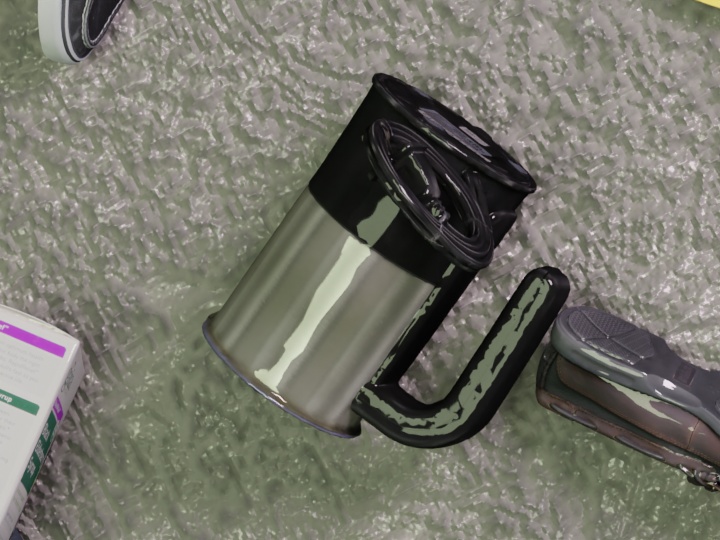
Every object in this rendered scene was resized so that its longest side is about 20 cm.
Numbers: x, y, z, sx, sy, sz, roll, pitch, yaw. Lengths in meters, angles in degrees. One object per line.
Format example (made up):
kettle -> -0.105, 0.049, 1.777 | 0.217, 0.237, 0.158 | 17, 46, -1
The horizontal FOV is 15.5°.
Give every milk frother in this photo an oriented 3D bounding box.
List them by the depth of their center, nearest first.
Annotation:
milk frother -> 0.000, 0.000, 1.518 | 0.180, 0.200, 0.188 | 42, 104, 34

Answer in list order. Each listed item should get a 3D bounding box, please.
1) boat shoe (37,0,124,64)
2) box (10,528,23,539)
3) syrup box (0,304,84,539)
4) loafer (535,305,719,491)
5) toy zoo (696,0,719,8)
boat shoe -> -0.140, -0.218, 1.638 | 0.068, 0.072, 0.200 | 20, 90, 18
box -> -0.326, 0.150, 1.713 | 0.158, 0.051, 0.200 | -36, 80, 15
syrup box -> -0.244, 0.124, 1.629 | 0.081, 0.079, 0.200 | 23, 75, 2
loafer -> 0.193, 0.092, 1.542 | 0.200, 0.072, 0.063 | 30, 120, 13
toy zoo -> 0.262, -0.218, 1.530 | 0.131, 0.020, 0.200 | 9, 94, 17
